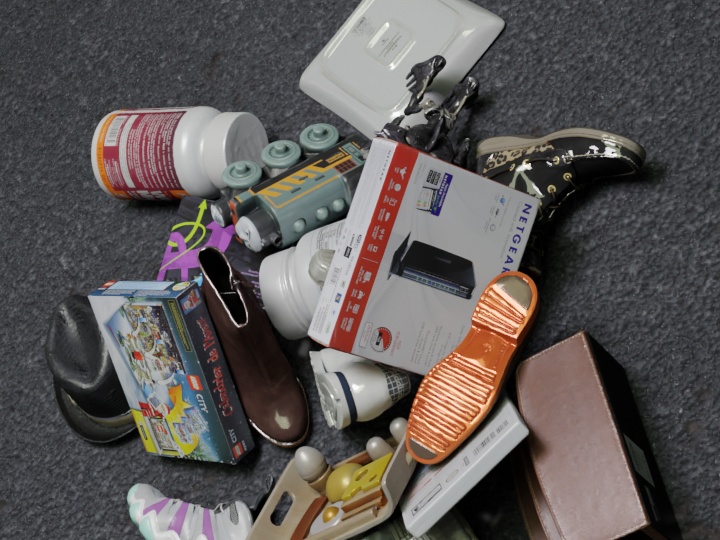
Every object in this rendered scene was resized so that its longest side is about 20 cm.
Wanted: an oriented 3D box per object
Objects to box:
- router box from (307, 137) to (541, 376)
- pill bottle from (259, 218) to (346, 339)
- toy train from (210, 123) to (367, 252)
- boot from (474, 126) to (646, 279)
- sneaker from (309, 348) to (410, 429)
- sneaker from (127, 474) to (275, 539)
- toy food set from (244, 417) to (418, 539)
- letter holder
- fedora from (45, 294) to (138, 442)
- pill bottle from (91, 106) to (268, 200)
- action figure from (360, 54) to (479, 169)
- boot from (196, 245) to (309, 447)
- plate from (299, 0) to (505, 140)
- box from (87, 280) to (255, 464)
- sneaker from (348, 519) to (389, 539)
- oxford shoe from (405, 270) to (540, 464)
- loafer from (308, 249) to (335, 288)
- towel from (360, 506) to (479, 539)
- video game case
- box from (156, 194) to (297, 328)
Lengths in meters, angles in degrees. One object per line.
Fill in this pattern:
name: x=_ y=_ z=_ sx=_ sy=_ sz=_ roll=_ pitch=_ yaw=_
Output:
router box: x=0.063 y=-0.005 z=1.507 sx=0.049 sy=0.178 sz=0.202 roll=22 pitch=94 yaw=60
pill bottle: x=0.000 y=0.000 z=1.657 sx=0.198 sy=0.113 sz=0.115 roll=-19 pitch=58 yaw=22
toy train: x=-0.065 y=-0.090 z=1.728 sx=0.199 sy=0.086 sz=0.114 roll=-28 pitch=44 yaw=-23
boot: x=0.189 y=-0.065 z=1.601 sx=0.198 sy=0.073 sz=0.152 roll=2 pitch=66 yaw=36
sneaker: x=-0.004 y=0.115 z=1.593 sx=0.080 sy=0.077 sz=0.200 roll=-20 pitch=11 yaw=-8
sneaker: x=-0.147 y=0.260 z=1.644 sx=0.140 sy=0.078 sz=0.200 roll=-47 pitch=61 yaw=0
toy food set: x=-0.019 y=0.200 z=1.532 sx=0.199 sy=0.061 sz=0.144 roll=-31 pitch=16 yaw=36
letter holder: x=0.194 y=0.186 z=1.455 sx=0.141 sy=0.100 sz=0.202 roll=-27 pitch=55 yaw=19
fedora: x=-0.303 y=0.093 z=1.804 sx=0.199 sy=0.092 sz=0.203 roll=-14 pitch=60 yaw=24
pill bottle: x=-0.214 y=-0.139 z=1.859 sx=0.198 sy=0.109 sz=0.111 roll=2 pitch=67 yaw=32
action figure: x=0.070 y=-0.136 z=1.674 sx=0.201 sy=0.118 sz=0.102 roll=-69 pitch=6 yaw=-45
boot: x=-0.117 y=0.083 z=1.626 sx=0.072 sy=0.167 sz=0.201 roll=-26 pitch=74 yaw=-4
plate: x=0.039 y=-0.256 z=1.817 sx=0.200 sy=0.032 sz=0.200 roll=-51 pitch=51 yaw=-1
box: x=-0.202 y=0.108 z=1.674 sx=0.135 sy=0.202 sz=0.038 roll=0 pitch=27 yaw=38
sneaker: x=0.032 y=0.315 z=1.516 sx=0.085 sy=0.078 sz=0.202 roll=-4 pitch=65 yaw=9
oxford shoe: x=0.114 y=0.101 z=1.482 sx=0.071 sy=0.073 sz=0.201 roll=32 pitch=83 yaw=25
loafer: x=0.023 y=0.049 z=1.572 sx=0.070 sy=0.199 sz=0.070 roll=-48 pitch=22 yaw=21
towel: x=0.052 y=0.330 z=1.448 sx=0.192 sy=0.035 sz=0.201 roll=-33 pitch=69 yaw=-8
video game case: x=0.089 y=0.167 z=1.500 sx=0.143 sy=0.018 sz=0.200 roll=-45 pitch=12 yaw=6
box: x=-0.160 y=0.023 z=1.761 sx=0.141 sy=0.036 sz=0.202 roll=11 pitch=72 yaw=10
